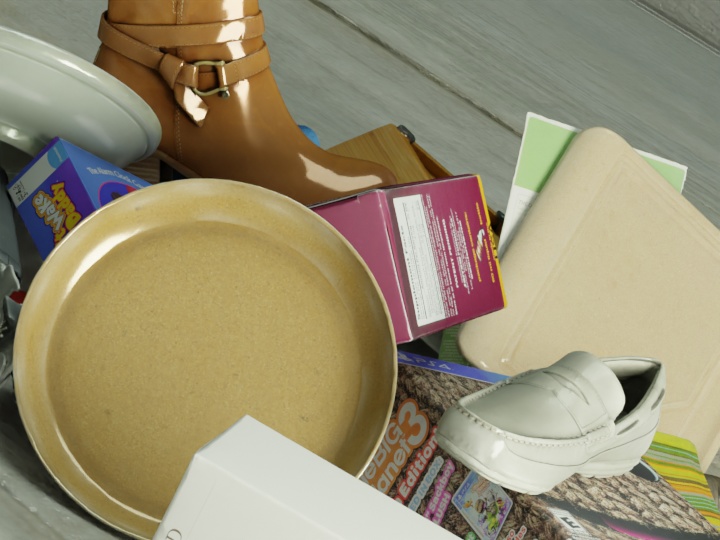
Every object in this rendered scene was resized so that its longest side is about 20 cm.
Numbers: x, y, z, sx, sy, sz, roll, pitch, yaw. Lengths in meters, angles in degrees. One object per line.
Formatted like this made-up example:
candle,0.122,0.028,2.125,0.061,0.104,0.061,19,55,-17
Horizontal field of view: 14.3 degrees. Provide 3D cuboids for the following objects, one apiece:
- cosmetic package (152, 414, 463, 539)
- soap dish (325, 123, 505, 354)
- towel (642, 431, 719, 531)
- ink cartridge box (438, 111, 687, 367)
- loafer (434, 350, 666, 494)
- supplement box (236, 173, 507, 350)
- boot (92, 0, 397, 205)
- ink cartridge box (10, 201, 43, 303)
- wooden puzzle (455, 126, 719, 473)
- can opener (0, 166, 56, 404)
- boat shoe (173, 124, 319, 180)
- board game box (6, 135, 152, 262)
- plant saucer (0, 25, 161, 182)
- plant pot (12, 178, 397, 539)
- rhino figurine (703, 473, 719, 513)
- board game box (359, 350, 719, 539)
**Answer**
cosmetic package,-0.004,0.167,1.354,0.200,0.108,0.085,28,16,7
soap dish,0.058,-0.009,1.988,0.157,0.081,0.200,40,11,-27
towel,0.201,0.175,1.701,0.086,0.018,0.200,13,42,-37
ink cartridge box,0.132,0.011,1.904,0.145,0.201,0.048,16,-10,-33
loafer,0.104,0.074,1.529,0.070,0.070,0.200,34,17,23
supplement box,0.000,0.000,1.629,0.110,0.086,0.200,-12,1,19
boot,-0.068,-0.108,1.756,0.199,0.156,0.077,6,16,4
ink cartridge box,-0.189,0.000,1.685,0.162,0.050,0.200,21,14,-19
wooden puzzle,0.173,0.035,1.885,0.200,0.185,0.037,39,-19,-21
can opener,-0.199,0.013,1.582,0.067,0.053,0.200,39,19,-31
boat shoe,-0.116,-0.056,1.891,0.200,0.069,0.084,2,13,41
board game box,-0.101,0.015,1.654,0.200,0.045,0.135,28,26,-49
plant saucer,-0.217,-0.088,1.665,0.200,0.050,0.200,15,-17,5
plant pot,-0.081,0.051,1.498,0.200,0.200,0.027,29,-18,5
rhino figurine,0.221,0.161,1.828,0.200,0.060,0.087,15,22,-40
board game box,0.096,0.145,1.602,0.159,0.097,0.200,14,21,-40
